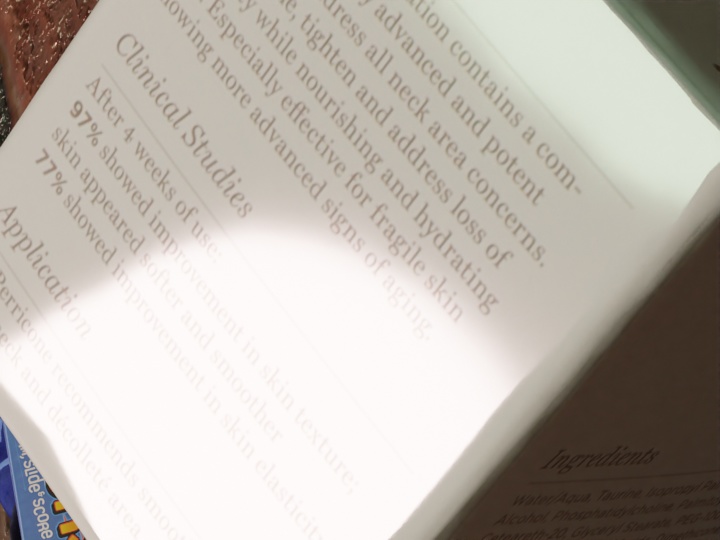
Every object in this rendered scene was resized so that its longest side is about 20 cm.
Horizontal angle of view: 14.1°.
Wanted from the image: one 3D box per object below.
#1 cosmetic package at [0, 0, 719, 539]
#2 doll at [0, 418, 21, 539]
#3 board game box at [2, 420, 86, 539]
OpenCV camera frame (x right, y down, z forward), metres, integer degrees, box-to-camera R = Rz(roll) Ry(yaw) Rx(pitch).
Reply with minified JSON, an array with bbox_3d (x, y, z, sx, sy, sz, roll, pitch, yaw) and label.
[{"bbox_3d":[0.031,-0.009,0.728,0.200,0.166,0.167,-51,60,26],"label":"cosmetic package"},{"bbox_3d":[-0.126,0.115,1.275,0.136,0.048,0.200,-47,44,17],"label":"doll"},{"bbox_3d":[-0.097,0.108,1.054,0.200,0.034,0.136,88,171,-70],"label":"board game box"}]
